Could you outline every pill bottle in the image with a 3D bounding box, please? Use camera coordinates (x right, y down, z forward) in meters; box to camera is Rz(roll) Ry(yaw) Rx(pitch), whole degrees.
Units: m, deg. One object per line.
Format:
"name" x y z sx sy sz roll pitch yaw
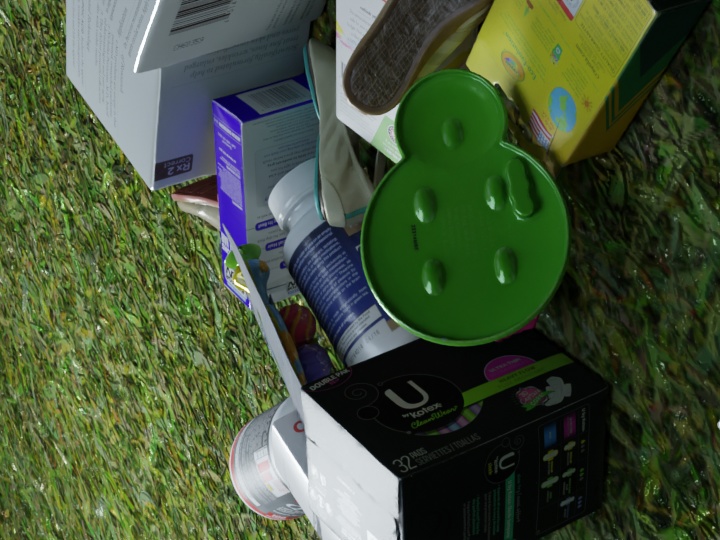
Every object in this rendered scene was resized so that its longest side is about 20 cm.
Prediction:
"pill bottle" -0.051 0.181 1.649 0.117 0.115 0.200 67 153 7
"pill bottle" 0.000 0.000 1.442 0.201 0.110 0.111 58 150 23

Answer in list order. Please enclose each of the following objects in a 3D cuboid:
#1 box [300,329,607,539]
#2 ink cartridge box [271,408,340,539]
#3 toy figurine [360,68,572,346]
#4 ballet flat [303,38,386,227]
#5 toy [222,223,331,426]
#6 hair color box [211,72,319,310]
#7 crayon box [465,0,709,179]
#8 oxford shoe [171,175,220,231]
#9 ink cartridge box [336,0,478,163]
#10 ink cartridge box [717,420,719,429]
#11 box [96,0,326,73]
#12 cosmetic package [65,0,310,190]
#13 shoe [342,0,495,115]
"box" 0.075 0.141 1.293 0.148 0.198 0.126 37 139 47
"ink cartridge box" 0.027 0.196 1.465 0.201 0.145 0.083 53 160 30
"toy figurine" 0.087 -0.026 1.225 0.184 0.148 0.203 49 -148 -72
"ballet flat" -0.010 -0.125 1.421 0.070 0.069 0.202 114 156 -53
"toy" -0.061 0.056 1.439 0.201 0.047 0.116 59 169 31
"hair color box" -0.075 -0.074 1.539 0.065 0.108 0.202 37 138 47
"crayon box" 0.149 -0.164 1.123 0.128 0.050 0.201 60 151 21
"oxford shoe" -0.140 -0.057 1.717 0.199 0.070 0.076 14 125 60
"ink cartridge box" 0.036 -0.195 1.297 0.117 0.067 0.202 41 141 43
"ink cartridge box" 0.315 0.142 0.989 0.201 0.067 0.117 60 151 21
"box" -0.114 -0.292 1.374 0.132 0.198 0.199 61 152 14
"cosmetic package" -0.169 -0.215 1.564 0.200 0.163 0.166 49 145 35
"shoe" 0.058 -0.200 1.192 0.070 0.053 0.200 42 107 2
